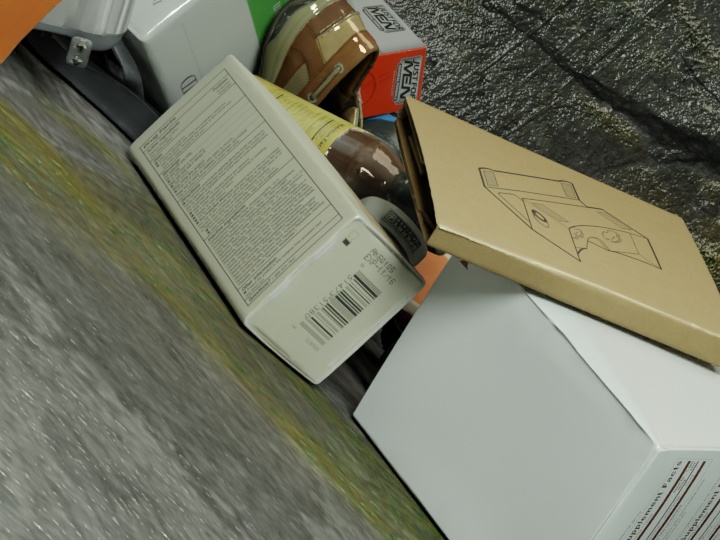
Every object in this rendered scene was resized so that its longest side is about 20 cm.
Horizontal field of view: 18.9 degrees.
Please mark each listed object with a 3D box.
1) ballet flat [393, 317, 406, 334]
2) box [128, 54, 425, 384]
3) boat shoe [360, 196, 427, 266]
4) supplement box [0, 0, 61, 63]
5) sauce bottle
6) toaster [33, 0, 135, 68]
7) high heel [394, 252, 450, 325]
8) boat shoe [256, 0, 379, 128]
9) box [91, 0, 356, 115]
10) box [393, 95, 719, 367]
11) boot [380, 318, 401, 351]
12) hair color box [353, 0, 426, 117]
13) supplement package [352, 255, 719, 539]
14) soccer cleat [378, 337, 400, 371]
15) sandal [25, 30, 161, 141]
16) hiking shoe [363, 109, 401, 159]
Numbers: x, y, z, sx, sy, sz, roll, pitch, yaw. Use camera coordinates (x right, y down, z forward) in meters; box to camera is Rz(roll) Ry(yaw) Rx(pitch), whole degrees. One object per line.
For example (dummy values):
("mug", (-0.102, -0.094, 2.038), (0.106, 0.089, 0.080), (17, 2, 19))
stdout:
("ballet flat", (0.063, 0.042, 1.527), (0.069, 0.069, 0.201), (25, 52, -77))
("box", (-0.054, -0.034, 1.298), (0.078, 0.095, 0.200), (43, 7, -42))
("boat shoe", (-0.020, 0.004, 1.397), (0.071, 0.064, 0.200), (46, -19, -1))
("supplement box", (-0.242, -0.205, 1.197), (0.200, 0.067, 0.069), (50, 9, 33))
("sauce bottle", (-0.021, -0.069, 1.433), (0.200, 0.065, 0.065), (30, -2, 22))
("toaster", (-0.184, -0.219, 1.281), (0.113, 0.129, 0.200), (10, 25, -28))
("high heel", (0.000, 0.000, 1.507), (0.200, 0.067, 0.096), (36, -33, 9))
("boat shoe", (-0.038, -0.111, 1.513), (0.074, 0.076, 0.200), (44, -34, 15))
("box", (-0.129, -0.229, 1.502), (0.200, 0.171, 0.199), (49, -10, 19))
("box", (0.118, -0.023, 1.262), (0.200, 0.021, 0.164), (23, 24, -18))
("boot", (0.091, 0.024, 1.669), (0.079, 0.158, 0.211), (5, -25, 27))
("hair color box", (-0.059, -0.159, 1.693), (0.102, 0.199, 0.061), (53, -34, 45))
("supplement package", (0.145, 0.095, 1.272), (0.200, 0.147, 0.191), (6, 35, -44))
("soccer cleat", (0.087, 0.122, 1.433), (0.200, 0.065, 0.084), (50, 0, 23))
("sandal", (-0.166, -0.134, 1.415), (0.200, 0.043, 0.076), (44, 6, -35))
("hiking shoe", (-0.031, -0.104, 1.754), (0.200, 0.087, 0.075), (18, -52, 34))
